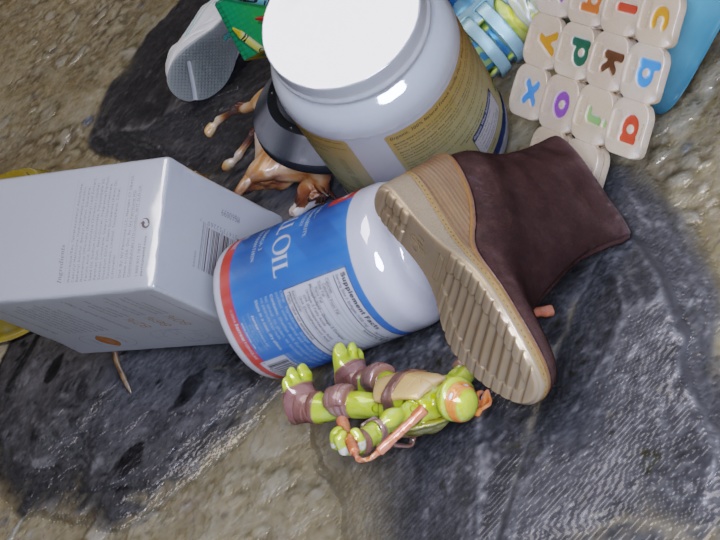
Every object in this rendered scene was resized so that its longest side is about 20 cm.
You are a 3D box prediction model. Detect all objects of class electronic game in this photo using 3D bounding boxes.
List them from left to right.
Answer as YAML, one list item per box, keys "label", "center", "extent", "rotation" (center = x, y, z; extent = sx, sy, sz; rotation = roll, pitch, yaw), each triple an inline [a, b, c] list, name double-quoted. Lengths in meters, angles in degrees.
- label: "electronic game"
  center: [0.005, -0.150, 1.789]
  extent: [0.199, 0.042, 0.200]
  rotation: [-15, 39, 12]

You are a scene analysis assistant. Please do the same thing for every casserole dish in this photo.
- label: "casserole dish"
  center: [0.220, -0.207, 1.549]
  extent: [0.200, 0.039, 0.121]
  rotation: [-64, 32, 33]

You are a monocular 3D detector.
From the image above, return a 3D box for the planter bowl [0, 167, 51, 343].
- label: "planter bowl"
  center: [-0.318, -0.035, 2.002]
  extent: [0.200, 0.083, 0.201]
  rotation: [-29, 32, 21]

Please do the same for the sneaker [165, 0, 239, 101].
- label: "sneaker"
  center: [-0.114, -0.250, 2.055]
  extent: [0.200, 0.070, 0.080]
  rotation: [-40, 28, 4]

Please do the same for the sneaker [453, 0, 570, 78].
- label: "sneaker"
  center: [0.142, -0.202, 1.695]
  extent: [0.131, 0.080, 0.200]
  rotation: [-48, 22, -15]

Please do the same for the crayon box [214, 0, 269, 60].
- label: "crayon box"
  center: [-0.030, -0.239, 1.860]
  extent: [0.119, 0.058, 0.200]
  rotation: [-28, -1, 21]

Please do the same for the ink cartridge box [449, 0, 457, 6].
- label: "ink cartridge box"
  center: [0.126, -0.330, 1.806]
  extent: [0.200, 0.146, 0.084]
  rotation: [-32, 30, 15]

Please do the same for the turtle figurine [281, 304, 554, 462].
- label: "turtle figurine"
  center: [0.034, 0.082, 1.477]
  extent: [0.161, 0.065, 0.200]
  rotation: [4, 34, 48]

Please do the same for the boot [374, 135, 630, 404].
- label: "boot"
  center: [0.121, -0.009, 1.442]
  extent: [0.166, 0.072, 0.200]
  rotation: [-14, 56, -31]

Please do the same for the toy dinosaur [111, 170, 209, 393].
- label: "toy dinosaur"
  center: [-0.193, 0.001, 1.824]
  extent: [0.200, 0.060, 0.106]
  rotation: [-69, 16, -9]

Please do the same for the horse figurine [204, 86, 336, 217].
- label: "horse figurine"
  center: [-0.080, -0.108, 1.858]
  extent: [0.132, 0.050, 0.200]
  rotation: [-32, 34, 28]

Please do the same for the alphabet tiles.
- label: "alphabet tiles"
  center: [0.172, -0.155, 1.563]
  extent: [0.196, 0.015, 0.201]
  rotation: [30, 106, 62]

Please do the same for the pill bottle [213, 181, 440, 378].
- label: "pill bottle"
  center: [0.000, 0.000, 1.570]
  extent: [0.200, 0.112, 0.112]
  rotation: [-22, 36, 30]

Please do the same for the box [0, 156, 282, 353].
- label: "box"
  center: [-0.188, -0.008, 1.703]
  extent: [0.200, 0.152, 0.107]
  rotation: [-4, 71, 33]

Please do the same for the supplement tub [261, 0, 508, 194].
- label: "supplement tub"
  center: [0.018, -0.140, 1.604]
  extent: [0.144, 0.200, 0.145]
  rotation: [-9, 62, 17]
